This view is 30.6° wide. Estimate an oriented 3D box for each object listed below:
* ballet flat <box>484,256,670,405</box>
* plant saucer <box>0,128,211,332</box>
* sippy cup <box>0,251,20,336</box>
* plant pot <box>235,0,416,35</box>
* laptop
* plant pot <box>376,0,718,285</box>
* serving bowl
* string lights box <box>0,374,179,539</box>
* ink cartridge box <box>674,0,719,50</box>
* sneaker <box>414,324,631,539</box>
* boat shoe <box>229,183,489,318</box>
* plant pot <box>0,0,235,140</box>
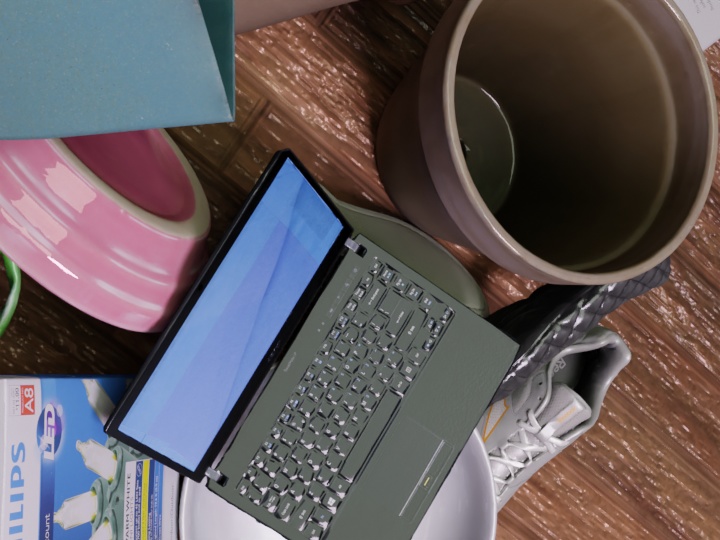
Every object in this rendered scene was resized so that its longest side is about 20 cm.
[{"bbox_3d":[0.125,0.042,0.861,0.199,0.067,0.057,-38,120,-1],"label":"ballet flat"},{"bbox_3d":[-0.151,-0.059,0.709,0.051,0.201,0.200,-42,109,15],"label":"plant saucer"},{"bbox_3d":[-0.275,-0.015,0.682,0.177,0.140,0.131,34,80,24],"label":"sippy cup"},{"bbox_3d":[-0.055,-0.227,0.784,0.173,0.200,0.202,-29,100,-8],"label":"plant pot"},{"bbox_3d":[-0.016,0.064,0.739,0.199,0.103,0.179,34,81,-9],"label":"laptop"},{"bbox_3d":[0.096,-0.088,0.845,0.197,0.173,0.203,2,86,-27],"label":"plant pot"},{"bbox_3d":[-0.017,0.149,0.821,0.197,0.066,0.203,1,86,-13],"label":"serving bowl"},{"bbox_3d":[-0.161,0.107,0.695,0.058,0.200,0.105,0,86,15],"label":"string lights box"},{"bbox_3d":[0.220,-0.215,0.975,0.199,0.068,0.116,-36,102,-25],"label":"ink cartridge box"},{"bbox_3d":[0.105,0.106,0.881,0.076,0.092,0.201,44,70,-18],"label":"sneaker"},{"bbox_3d":[0.000,0.000,0.854,0.200,0.072,0.061,26,119,-35],"label":"boat shoe"},{"bbox_3d":[-0.169,-0.148,0.604,0.197,0.142,0.143,-10,47,5],"label":"plant pot"}]
